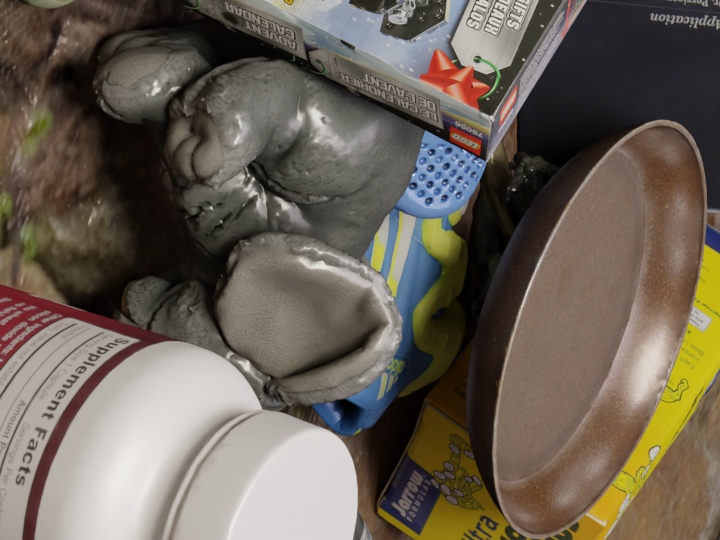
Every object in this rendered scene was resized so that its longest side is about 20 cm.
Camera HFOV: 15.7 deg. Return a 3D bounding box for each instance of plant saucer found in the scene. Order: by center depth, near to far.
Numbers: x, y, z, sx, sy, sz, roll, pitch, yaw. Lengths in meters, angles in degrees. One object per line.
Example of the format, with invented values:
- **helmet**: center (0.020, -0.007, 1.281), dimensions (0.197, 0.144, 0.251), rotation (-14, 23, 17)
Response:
- **plant saucer**: center (0.101, 0.023, 1.196), dimensions (0.200, 0.032, 0.201), rotation (-41, 142, -43)

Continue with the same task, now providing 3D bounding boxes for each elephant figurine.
- **elephant figurine**: center (-0.044, 0.003, 1.060), dimensions (0.141, 0.155, 0.201), rotation (-24, 118, -55)

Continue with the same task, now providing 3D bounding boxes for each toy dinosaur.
- **toy dinosaur**: center (0.070, -0.023, 1.222), dimensions (0.088, 0.047, 0.201), rotation (-102, -173, -77)

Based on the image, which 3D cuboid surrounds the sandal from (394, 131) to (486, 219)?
- **sandal**: center (0.044, -0.111, 1.087), dimensions (0.079, 0.087, 0.200), rotation (-8, 119, -33)

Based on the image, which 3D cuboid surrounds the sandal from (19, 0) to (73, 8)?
- **sandal**: center (-0.065, -0.167, 1.020), dimensions (0.201, 0.057, 0.080), rotation (-53, 145, -32)

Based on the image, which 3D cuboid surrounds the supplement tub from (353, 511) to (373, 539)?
- **supplement tub**: center (-0.032, 0.176, 1.124), dimensions (0.122, 0.122, 0.200), rotation (-38, 108, -46)

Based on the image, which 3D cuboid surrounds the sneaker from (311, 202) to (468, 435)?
- **sneaker**: center (0.000, 0.000, 1.195), dimensions (0.105, 0.076, 0.200), rotation (-52, 145, -33)

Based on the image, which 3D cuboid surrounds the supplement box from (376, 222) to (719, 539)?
- **supplement box**: center (0.113, 0.062, 1.351), dimensions (0.200, 0.109, 0.109), rotation (-49, 168, -36)

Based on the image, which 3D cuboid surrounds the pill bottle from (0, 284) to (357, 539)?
- **pill bottle**: center (-0.106, 0.070, 0.921), dimensions (0.113, 0.200, 0.113), rotation (-34, 133, -48)

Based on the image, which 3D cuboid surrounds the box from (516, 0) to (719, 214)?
- **box**: center (0.155, -0.163, 1.296), dimensions (0.197, 0.117, 0.200), rotation (-57, 150, -55)

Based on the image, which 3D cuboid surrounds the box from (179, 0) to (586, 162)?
- **box**: center (0.038, -0.156, 1.005), dimensions (0.200, 0.137, 0.040), rotation (-58, 168, -21)
